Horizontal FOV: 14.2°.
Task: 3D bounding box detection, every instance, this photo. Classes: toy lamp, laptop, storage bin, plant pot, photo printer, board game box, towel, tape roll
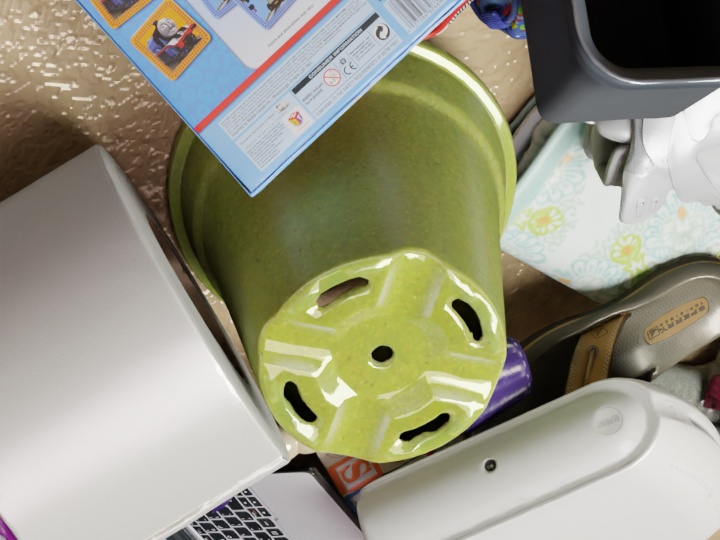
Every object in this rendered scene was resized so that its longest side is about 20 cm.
[{"bbox_3d":[0.001,0.085,1.661,0.200,0.058,0.058,-18,131,-7],"label":"toy lamp"},{"bbox_3d":[-0.082,0.218,1.758,0.200,0.116,0.187,-5,141,32],"label":"laptop"},{"bbox_3d":[0.127,-0.167,1.462,0.145,0.200,0.134,-4,165,-16],"label":"storage bin"},{"bbox_3d":[0.000,0.000,1.560,0.200,0.184,0.201,-4,123,-5],"label":"plant pot"},{"bbox_3d":[0.118,0.137,1.696,0.200,0.070,0.166,-25,151,11],"label":"photo printer"},{"bbox_3d":[-0.066,-0.162,1.456,0.151,0.037,0.200,-42,92,10],"label":"board game box"},{"bbox_3d":[0.175,-0.070,1.705,0.171,0.048,0.200,28,110,-37],"label":"towel"},{"bbox_3d":[-0.146,0.051,1.550,0.139,0.203,0.203,-32,132,0],"label":"tape roll"}]

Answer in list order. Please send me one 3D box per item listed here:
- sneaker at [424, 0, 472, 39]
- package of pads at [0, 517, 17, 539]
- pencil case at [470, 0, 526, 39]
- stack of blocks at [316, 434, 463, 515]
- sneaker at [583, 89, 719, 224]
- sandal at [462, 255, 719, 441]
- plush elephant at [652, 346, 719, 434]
[{"bbox_3d":[-0.023,-0.149,1.514,0.201,0.108,0.067,-29,132,-1],"label":"sneaker"},{"bbox_3d":[-0.269,0.129,1.559,0.076,0.200,0.121,-54,135,-19],"label":"package of pads"},{"bbox_3d":[0.152,-0.180,1.587,0.200,0.078,0.087,-11,92,-15],"label":"pencil case"},{"bbox_3d":[0.034,0.101,1.763,0.115,0.059,0.200,-30,131,-1],"label":"stack of blocks"},{"bbox_3d":[0.195,-0.058,1.649,0.115,0.075,0.200,-25,136,2],"label":"sneaker"},{"bbox_3d":[0.148,0.064,1.724,0.200,0.055,0.082,-29,130,-8],"label":"sandal"},{"bbox_3d":[0.279,0.098,1.806,0.165,0.155,0.200,-46,129,13],"label":"plush elephant"}]
